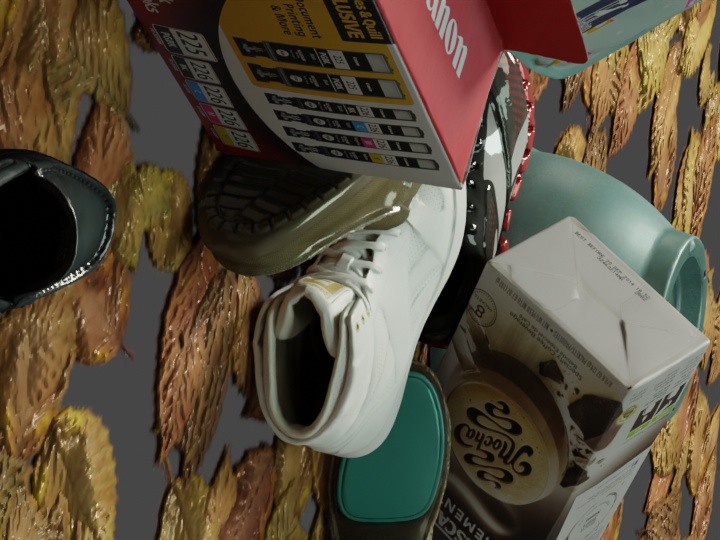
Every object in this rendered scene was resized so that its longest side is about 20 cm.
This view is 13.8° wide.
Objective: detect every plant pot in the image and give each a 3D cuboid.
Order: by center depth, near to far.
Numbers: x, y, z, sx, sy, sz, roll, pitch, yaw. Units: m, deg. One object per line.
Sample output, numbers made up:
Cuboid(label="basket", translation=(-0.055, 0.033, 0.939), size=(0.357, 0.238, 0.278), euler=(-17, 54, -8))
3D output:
Cuboid(label="plant pot", translation=(0.140, 0.027, 1.872), size=(0.200, 0.134, 0.200), euler=(10, 90, -70))

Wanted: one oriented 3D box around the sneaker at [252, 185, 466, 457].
Cuboid(label="sneaker", translation=(0.000, 0.000, 1.566), size=(0.116, 0.074, 0.200), euler=(16, 86, -73))

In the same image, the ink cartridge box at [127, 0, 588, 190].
Cuboid(label="ink cartridge box", translation=(-0.003, -0.122, 1.350), size=(0.200, 0.175, 0.084), euler=(60, 44, -60))

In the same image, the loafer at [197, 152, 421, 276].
Cuboid(label="loafer", translation=(-0.007, -0.045, 1.493), size=(0.200, 0.076, 0.067), euler=(-39, 135, -42))

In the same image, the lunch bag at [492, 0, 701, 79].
Cuboid(label="lunch bag", translation=(0.074, -0.169, 1.503), size=(0.170, 0.200, 0.122), euler=(20, 80, -71))

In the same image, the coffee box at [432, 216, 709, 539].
Cuboid(label="coffee box", translation=(0.103, 0.085, 1.705), size=(0.080, 0.113, 0.200), euler=(-28, 151, -41))

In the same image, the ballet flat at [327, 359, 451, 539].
Cuboid(label="ballet flat", translation=(0.012, 0.140, 1.702), size=(0.065, 0.070, 0.200), euler=(-107, -157, -74))

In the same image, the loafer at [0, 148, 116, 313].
Cuboid(label="loafer", translation=(-0.141, -0.012, 1.178), size=(0.201, 0.070, 0.068), euler=(-7, 106, -69))

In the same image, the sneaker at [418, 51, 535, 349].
Cuboid(label="sneaker", translation=(0.051, -0.049, 1.684), size=(0.098, 0.071, 0.201), euler=(-20, 119, -70))
